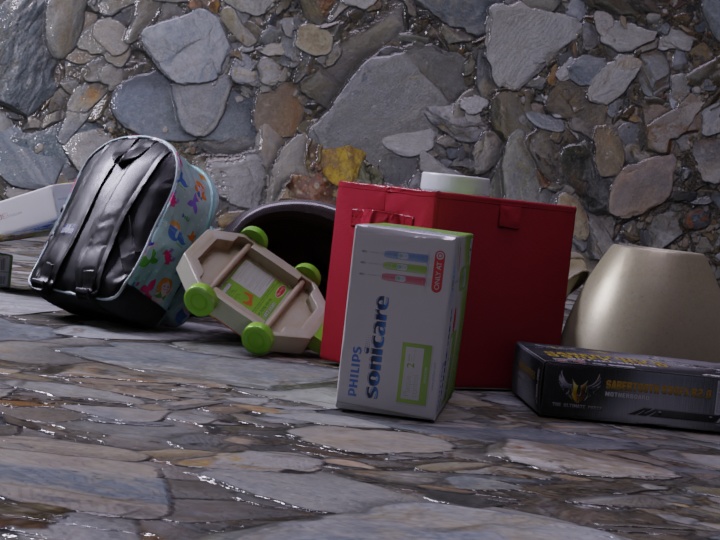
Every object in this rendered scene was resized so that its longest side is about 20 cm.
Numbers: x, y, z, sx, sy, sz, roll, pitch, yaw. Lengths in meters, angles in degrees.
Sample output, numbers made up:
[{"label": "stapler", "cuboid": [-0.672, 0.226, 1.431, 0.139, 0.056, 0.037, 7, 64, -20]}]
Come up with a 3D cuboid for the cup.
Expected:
[{"label": "cup", "cuboid": [0.317, 0.048, 1.752, 0.199, 0.144, 0.200, 6, 2, 0]}]

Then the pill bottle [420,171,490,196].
[{"label": "pill bottle", "cuboid": [0.106, -0.016, 1.961, 0.111, 0.202, 0.112, 6, 3, 0]}]

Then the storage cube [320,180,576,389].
[{"label": "storage cube", "cuboid": [0.085, 0.014, 1.556, 0.199, 0.181, 0.170, 5, 3, -35]}]

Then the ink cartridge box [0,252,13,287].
[{"label": "ink cartridge box", "cuboid": [-0.556, -0.015, 2.017, 0.199, 0.048, 0.145, 8, 3, 37]}]

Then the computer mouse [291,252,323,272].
[{"label": "computer mouse", "cuboid": [-0.102, -0.010, 1.899, 0.140, 0.046, 0.200, 28, -24, -10]}]

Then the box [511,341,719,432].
[{"label": "box", "cuboid": [0.244, 0.104, 1.433, 0.198, 0.049, 0.158, 6, 4, -3]}]

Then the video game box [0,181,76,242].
[{"label": "video game box", "cuboid": [-0.376, -0.074, 1.993, 0.199, 0.047, 0.182, -13, 1, 37]}]

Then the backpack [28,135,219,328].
[{"label": "backpack", "cuboid": [-0.245, -0.041, 1.744, 0.177, 0.201, 0.150, 7, -17, 40]}]

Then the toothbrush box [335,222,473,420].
[{"label": "toothbrush box", "cuboid": [0.040, 0.037, 1.342, 0.085, 0.147, 0.200, 7, 2, 9]}]

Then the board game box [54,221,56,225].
[{"label": "board game box", "cuboid": [-0.265, -0.004, 1.946, 0.158, 0.098, 0.200, 7, 3, 11]}]

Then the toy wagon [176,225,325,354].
[{"label": "toy wagon", "cuboid": [-0.090, 0.034, 1.630, 0.199, 0.040, 0.155, 35, 31, 1]}]

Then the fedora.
[{"label": "fedora", "cuboid": [-0.066, 0.016, 1.753, 0.198, 0.178, 0.090, 7, -27, -10]}]

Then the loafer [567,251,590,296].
[{"label": "loafer", "cuboid": [0.189, 0.048, 1.751, 0.200, 0.068, 0.076, -34, -16, -35]}]
